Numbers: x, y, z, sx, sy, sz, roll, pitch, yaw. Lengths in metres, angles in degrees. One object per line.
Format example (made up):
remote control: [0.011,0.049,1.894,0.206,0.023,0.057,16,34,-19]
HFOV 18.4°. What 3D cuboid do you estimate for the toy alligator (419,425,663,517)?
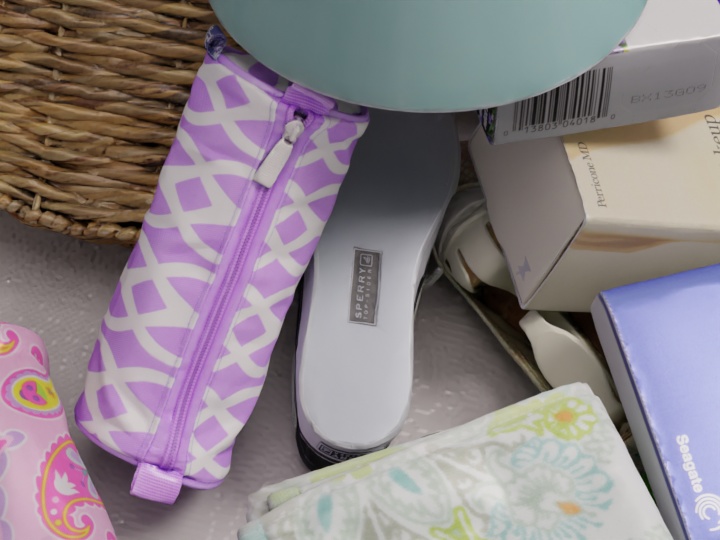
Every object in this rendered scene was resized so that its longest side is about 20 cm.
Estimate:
toy alligator: [0.093,0.096,0.994,0.199,0.054,0.059,1,28,13]

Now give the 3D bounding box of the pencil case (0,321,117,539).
pencil case: [-0.149,0.122,0.964,0.087,0.088,0.200,-16,64,-14]

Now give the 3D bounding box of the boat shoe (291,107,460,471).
boat shoe: [0.003,0.001,1.055,0.073,0.068,0.200,7,69,-11]

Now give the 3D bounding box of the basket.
basket: [-0.114,-0.084,1.101,0.199,0.149,0.143,11,93,1]

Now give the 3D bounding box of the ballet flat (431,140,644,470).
ballet flat: [0.084,0.009,1.054,0.067,0.062,0.200,-46,68,16]

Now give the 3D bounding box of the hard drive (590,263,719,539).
hard drive: [0.217,0.050,0.988,0.199,0.025,0.132,-13,70,-13]

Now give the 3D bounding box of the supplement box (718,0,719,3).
supplement box: [0.089,-0.153,1.136,0.200,0.101,0.103,28,61,12]

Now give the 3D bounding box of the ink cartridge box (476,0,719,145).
ink cartridge box: [0.085,-0.150,1.025,0.109,0.050,0.200,-10,50,-10]

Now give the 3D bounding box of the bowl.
bowl: [0.028,-0.172,0.943,0.200,0.105,0.201,-1,49,1]

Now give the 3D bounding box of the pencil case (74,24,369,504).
pencil case: [-0.061,-0.002,0.989,0.084,0.201,0.086,15,14,-25]

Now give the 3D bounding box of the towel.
towel: [0.057,0.153,0.905,0.171,0.048,0.200,-19,61,-10]

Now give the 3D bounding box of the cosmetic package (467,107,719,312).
cosmetic package: [0.162,-0.037,1.054,0.199,0.071,0.105,2,53,-27]
